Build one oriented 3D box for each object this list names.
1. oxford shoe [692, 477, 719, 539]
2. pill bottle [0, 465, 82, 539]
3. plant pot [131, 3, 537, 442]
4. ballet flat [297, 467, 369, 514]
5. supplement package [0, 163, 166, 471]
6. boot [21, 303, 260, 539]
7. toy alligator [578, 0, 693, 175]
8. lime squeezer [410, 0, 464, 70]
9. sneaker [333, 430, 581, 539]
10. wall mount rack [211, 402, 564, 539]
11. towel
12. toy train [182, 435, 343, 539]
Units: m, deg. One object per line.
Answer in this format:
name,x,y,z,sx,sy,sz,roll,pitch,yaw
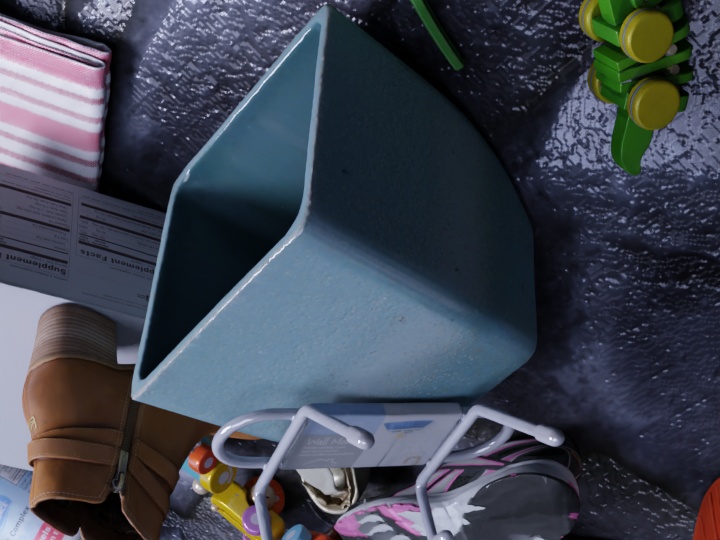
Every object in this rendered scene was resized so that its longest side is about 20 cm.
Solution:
oxford shoe,0.270,0.199,1.021,0.072,0.071,0.200,13,135,-6
pill bottle,-0.312,0.183,1.229,0.199,0.109,0.109,28,129,4
plant pot,0.000,0.000,0.920,0.200,0.197,0.196,28,132,-23
ballet flat,-0.043,0.096,1.080,0.069,0.070,0.201,-9,118,28
supplement package,-0.243,0.041,1.065,0.155,0.111,0.200,16,133,-24
boot,-0.130,0.116,0.963,0.200,0.156,0.077,28,126,-33
toy alligator,0.160,-0.150,0.834,0.054,0.059,0.201,-20,119,-13
lime squeezer,0.033,-0.213,0.863,0.070,0.038,0.201,-5,125,-10
sneaker,0.079,0.170,1.061,0.199,0.086,0.081,-17,109,30
wall mount rack,0.021,0.110,0.860,0.199,0.075,0.174,1,145,-23
towel,-0.251,-0.099,1.066,0.146,0.030,0.201,21,130,9
toy train,-0.078,0.167,1.126,0.200,0.056,0.150,48,158,-13
